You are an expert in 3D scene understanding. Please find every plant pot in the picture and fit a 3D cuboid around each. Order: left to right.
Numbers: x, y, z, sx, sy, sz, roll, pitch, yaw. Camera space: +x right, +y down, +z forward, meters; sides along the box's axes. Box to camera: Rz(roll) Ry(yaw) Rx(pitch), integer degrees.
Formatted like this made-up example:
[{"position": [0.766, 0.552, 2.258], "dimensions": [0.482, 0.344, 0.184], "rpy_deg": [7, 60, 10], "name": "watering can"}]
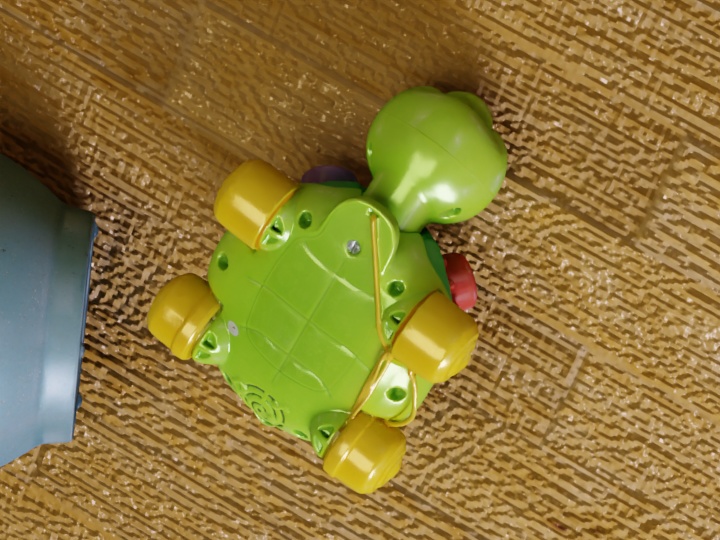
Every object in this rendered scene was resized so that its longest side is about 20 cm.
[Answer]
[{"position": [-0.204, 0.023, 1.456], "dimensions": [0.134, 0.200, 0.201], "rpy_deg": [6, 115, -5], "name": "plant pot"}]

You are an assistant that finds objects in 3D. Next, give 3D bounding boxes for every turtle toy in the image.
[{"position": [0.000, 0.000, 1.379], "dimensions": [0.146, 0.101, 0.200], "rpy_deg": [38, 121, 9], "name": "turtle toy"}]
